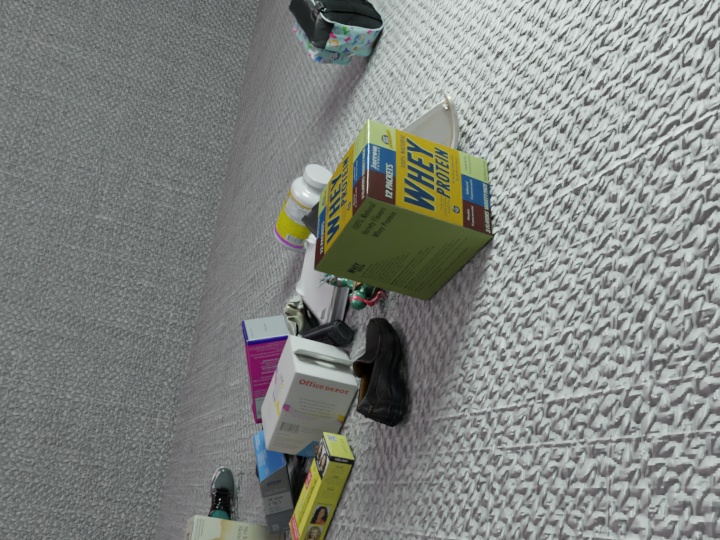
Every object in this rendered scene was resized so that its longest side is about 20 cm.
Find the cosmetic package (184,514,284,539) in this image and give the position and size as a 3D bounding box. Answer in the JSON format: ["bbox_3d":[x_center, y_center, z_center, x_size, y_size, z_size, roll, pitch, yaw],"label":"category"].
[{"bbox_3d":[-0.258,0.568,1.566,0.071,0.195,0.108,-43,38,53],"label":"cosmetic package"}]

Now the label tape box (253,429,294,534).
[{"bbox_3d":[-0.177,0.397,1.545,0.144,0.064,0.205,-117,17,-62],"label":"label tape box"}]

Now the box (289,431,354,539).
[{"bbox_3d":[-0.071,0.398,1.384,0.076,0.049,0.204,-122,49,-63],"label":"box"}]

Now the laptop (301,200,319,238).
[{"bbox_3d":[-0.010,-0.122,1.493,0.187,0.116,0.200,-45,49,3],"label":"laptop"}]

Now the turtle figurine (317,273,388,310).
[{"bbox_3d":[0.000,0.000,1.389,0.148,0.100,0.203,-26,33,43],"label":"turtle figurine"}]

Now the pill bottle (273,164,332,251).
[{"bbox_3d":[-0.133,-0.151,1.853,0.106,0.102,0.202,-100,31,-50],"label":"pill bottle"}]

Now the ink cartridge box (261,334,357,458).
[{"bbox_3d":[-0.095,0.229,1.453,0.126,0.126,0.204,-115,44,-61],"label":"ink cartridge box"}]

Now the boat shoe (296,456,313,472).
[{"bbox_3d":[-0.128,0.326,1.565,0.202,0.066,0.073,-105,35,-55],"label":"boat shoe"}]

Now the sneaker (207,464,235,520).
[{"bbox_3d":[-0.360,0.616,1.984,0.121,0.081,0.206,-177,93,-75],"label":"sneaker"}]

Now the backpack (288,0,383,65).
[{"bbox_3d":[-0.051,-0.567,1.771,0.179,0.196,0.152,58,141,28],"label":"backpack"}]

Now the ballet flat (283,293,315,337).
[{"bbox_3d":[-0.135,0.101,1.739,0.202,0.067,0.069,-102,32,-52],"label":"ballet flat"}]

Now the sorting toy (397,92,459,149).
[{"bbox_3d":[0.086,-0.204,1.279,0.198,0.108,0.181,-33,19,14],"label":"sorting toy"}]

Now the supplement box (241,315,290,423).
[{"bbox_3d":[-0.200,0.217,1.694,0.101,0.100,0.205,-124,30,-64],"label":"supplement box"}]

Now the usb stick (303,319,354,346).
[{"bbox_3d":[-0.066,0.133,1.553,0.033,0.056,0.199,-44,7,-23],"label":"usb stick"}]

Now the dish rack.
[{"bbox_3d":[-0.082,0.016,1.614,0.200,0.043,0.176,42,124,56],"label":"dish rack"}]

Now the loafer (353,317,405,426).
[{"bbox_3d":[0.023,0.151,1.236,0.203,0.071,0.074,-98,29,-49],"label":"loafer"}]

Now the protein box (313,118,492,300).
[{"bbox_3d":[0.058,-0.081,1.133,0.199,0.195,0.138,131,148,-51],"label":"protein box"}]

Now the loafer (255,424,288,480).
[{"bbox_3d":[-0.180,0.389,1.673,0.073,0.071,0.205,-126,42,-57],"label":"loafer"}]
